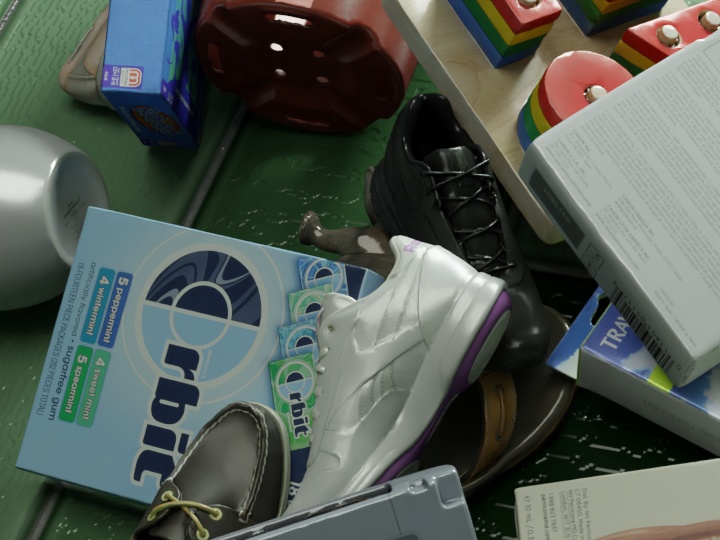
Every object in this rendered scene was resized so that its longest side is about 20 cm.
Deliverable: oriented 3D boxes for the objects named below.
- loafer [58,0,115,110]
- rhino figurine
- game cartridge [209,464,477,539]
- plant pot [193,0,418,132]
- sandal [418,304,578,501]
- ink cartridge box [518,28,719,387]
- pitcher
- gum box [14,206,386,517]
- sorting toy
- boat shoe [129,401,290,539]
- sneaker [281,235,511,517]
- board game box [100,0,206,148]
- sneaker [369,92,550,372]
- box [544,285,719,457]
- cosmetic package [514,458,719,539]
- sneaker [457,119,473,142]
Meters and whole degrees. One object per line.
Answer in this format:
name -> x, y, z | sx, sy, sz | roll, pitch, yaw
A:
loafer -> -0.153, -0.202, 1.732 | 0.062, 0.072, 0.201 | 11, 57, 31
rhino figurine -> 0.000, 0.000, 1.527 | 0.087, 0.060, 0.201 | 19, 55, 21
game cartridge -> -0.023, 0.200, 1.324 | 0.198, 0.134, 0.042 | -17, 12, -4
plant pot -> -0.020, -0.215, 1.635 | 0.199, 0.201, 0.197 | 6, 60, 19
sandal -> 0.058, 0.090, 1.439 | 0.200, 0.055, 0.082 | -39, 52, -18
ink cartridge box -> 0.218, -0.051, 1.403 | 0.199, 0.057, 0.163 | -31, 75, -22
pitcher -> -0.263, -0.047, 1.609 | 0.198, 0.122, 0.172 | -4, 34, 26
gum box -> -0.097, 0.064, 1.461 | 0.199, 0.045, 0.171 | 13, 84, 23
sorting toy -> 0.151, -0.142, 1.513 | 0.199, 0.070, 0.199 | -21, 68, -32
boat shoe -> -0.099, 0.165, 1.373 | 0.071, 0.061, 0.203 | 17, 78, 23
sneaker -> 0.002, 0.073, 1.384 | 0.099, 0.075, 0.201 | 33, 85, 13
board game box -> -0.131, -0.198, 1.613 | 0.045, 0.152, 0.202 | 3, 81, 6
sneaker -> 0.059, -0.024, 1.451 | 0.075, 0.091, 0.201 | -14, 52, -20
box -> 0.223, 0.048, 1.415 | 0.199, 0.048, 0.122 | 28, 62, 19
cosmetic package -> 0.191, 0.165, 1.311 | 0.198, 0.104, 0.088 | -10, 51, 8
sneaker -> 0.125, -0.131, 1.594 | 0.098, 0.071, 0.201 | 6, 49, 25
